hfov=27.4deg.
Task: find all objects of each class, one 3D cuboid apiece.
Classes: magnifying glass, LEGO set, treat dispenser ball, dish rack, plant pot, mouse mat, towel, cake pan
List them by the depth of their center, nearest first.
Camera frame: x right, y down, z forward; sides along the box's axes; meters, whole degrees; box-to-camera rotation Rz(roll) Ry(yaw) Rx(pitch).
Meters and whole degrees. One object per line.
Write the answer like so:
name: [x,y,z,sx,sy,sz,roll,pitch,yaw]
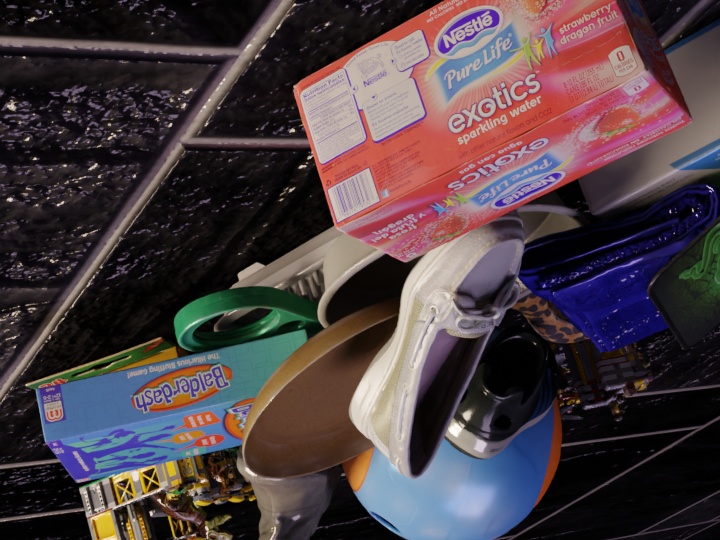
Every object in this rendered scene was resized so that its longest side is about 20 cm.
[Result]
mouse mat: [0.273,-0.017,1.029,0.161,0.008,0.200,-43,154,5]
cake pan: [0.061,-0.010,1.037,0.199,0.037,0.200,-15,158,-6]
towel: [0.204,0.006,1.058,0.147,0.050,0.200,-19,160,17]
plant pot: [-0.001,0.079,1.063,0.199,0.028,0.200,-26,152,-15]
magnifying glass: [-0.045,0.037,1.091,0.199,0.022,0.080,-1,153,-37]
dish rack: [0.000,0.000,1.122,0.199,0.044,0.171,-29,155,27]
treat dispenser ball: [0.078,0.143,1.314,0.200,0.202,0.201,-15,159,-6]
LEGO set: [-0.151,0.230,1.329,0.153,0.116,0.200,-21,166,13]
LEGO set: [0.243,0.088,1.392,0.153,0.116,0.200,-5,157,-28]

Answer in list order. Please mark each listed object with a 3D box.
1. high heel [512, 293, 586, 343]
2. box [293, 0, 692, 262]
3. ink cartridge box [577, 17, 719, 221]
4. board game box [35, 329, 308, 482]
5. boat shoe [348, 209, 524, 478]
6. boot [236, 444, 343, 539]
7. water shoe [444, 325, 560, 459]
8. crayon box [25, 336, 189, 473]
high heel: [0.180,0.009,1.234,0.199,0.072,0.143,-1,161,-16]
box: [0.074,-0.098,0.861,0.199,0.103,0.095,-27,157,20]
ink cartridge box: [0.255,-0.088,1.042,0.144,0.085,0.200,-29,157,30]
board game box: [-0.133,0.106,1.126,0.199,0.045,0.152,-13,162,-6]
boat shoe: [0.059,0.047,0.974,0.074,0.065,0.202,-3,132,-44]
boot: [-0.069,0.219,1.266,0.067,0.131,0.200,17,172,17]
water shoe: [0.126,0.080,1.158,0.079,0.071,0.200,-58,173,28]
crayon box: [-0.186,0.122,1.267,0.126,0.051,0.200,-20,158,8]
